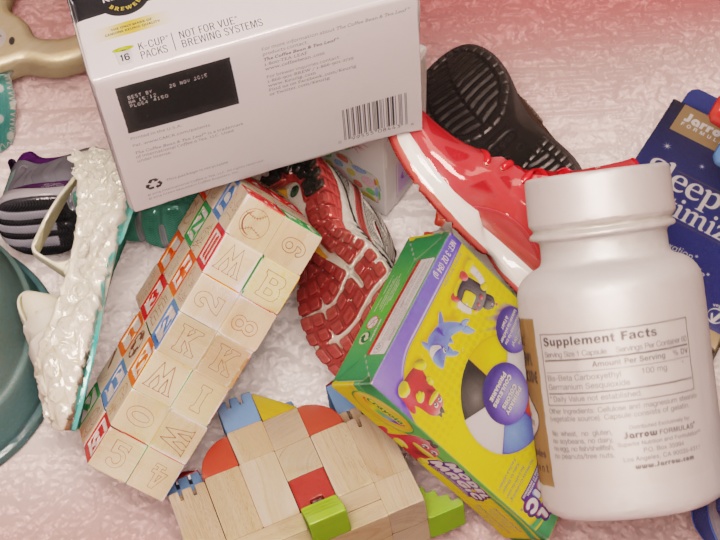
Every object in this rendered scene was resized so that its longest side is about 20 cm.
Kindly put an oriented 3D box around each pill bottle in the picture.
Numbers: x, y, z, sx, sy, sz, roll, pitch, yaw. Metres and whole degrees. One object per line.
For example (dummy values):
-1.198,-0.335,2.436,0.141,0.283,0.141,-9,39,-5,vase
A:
0.153,0.041,0.932,0.113,0.114,0.203,-7,92,0,pill bottle

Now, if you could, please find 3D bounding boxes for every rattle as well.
-0.257,-0.201,1.169,0.130,0.143,0.200,45,66,3,rattle

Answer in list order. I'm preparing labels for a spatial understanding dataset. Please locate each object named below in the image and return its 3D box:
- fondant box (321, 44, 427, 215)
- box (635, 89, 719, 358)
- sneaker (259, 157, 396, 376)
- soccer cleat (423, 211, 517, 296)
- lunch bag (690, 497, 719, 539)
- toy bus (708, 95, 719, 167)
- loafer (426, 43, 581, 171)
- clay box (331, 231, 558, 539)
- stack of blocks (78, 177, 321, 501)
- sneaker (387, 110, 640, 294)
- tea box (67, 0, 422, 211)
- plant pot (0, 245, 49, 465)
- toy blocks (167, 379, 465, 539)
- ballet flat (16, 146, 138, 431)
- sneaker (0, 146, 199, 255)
-0.048,-0.142,1.118,0.199,0.145,0.058,32,66,18,fondant box
0.245,-0.043,1.112,0.120,0.033,0.201,29,67,17,box
0.000,0.000,1.067,0.078,0.082,0.201,-39,53,25,sneaker
0.085,0.045,1.057,0.077,0.069,0.202,7,64,-12,soccer cleat
0.305,0.142,0.957,0.199,0.132,0.136,-36,82,-15,lunch bag
0.321,-0.068,1.003,0.191,0.200,0.136,34,69,3,toy bus
0.104,-0.087,1.128,0.073,0.071,0.201,-35,50,6,loafer
0.083,0.083,0.977,0.200,0.047,0.116,42,63,-26,clay box
-0.111,0.035,1.020,0.058,0.115,0.201,30,96,-20,stack of blocks
0.116,-0.057,1.015,0.115,0.078,0.200,-43,97,10,sneaker
-0.082,-0.174,0.973,0.198,0.134,0.198,-15,58,-6,tea box
-0.315,0.020,1.020,0.198,0.197,0.202,-2,61,3,plant pot
-0.050,0.137,1.011,0.198,0.100,0.137,-21,51,-9,toy blocks
-0.192,0.008,1.031,0.071,0.072,0.202,10,70,9,ballet flat
-0.165,-0.065,1.129,0.197,0.075,0.088,-1,42,-6,sneaker
